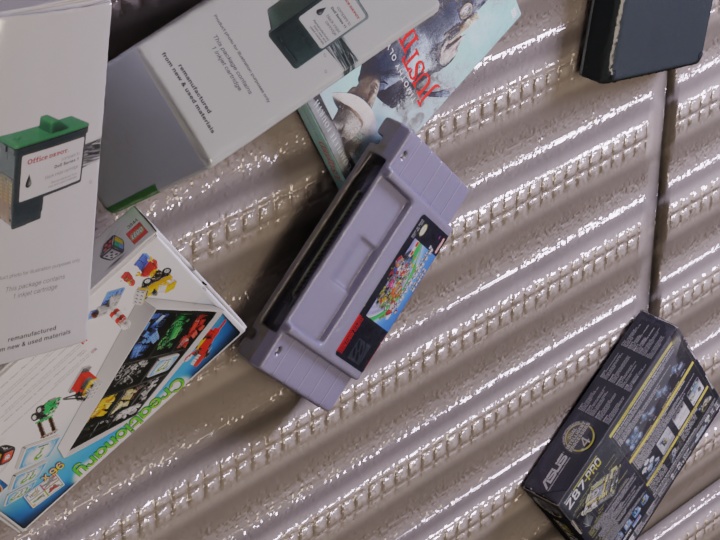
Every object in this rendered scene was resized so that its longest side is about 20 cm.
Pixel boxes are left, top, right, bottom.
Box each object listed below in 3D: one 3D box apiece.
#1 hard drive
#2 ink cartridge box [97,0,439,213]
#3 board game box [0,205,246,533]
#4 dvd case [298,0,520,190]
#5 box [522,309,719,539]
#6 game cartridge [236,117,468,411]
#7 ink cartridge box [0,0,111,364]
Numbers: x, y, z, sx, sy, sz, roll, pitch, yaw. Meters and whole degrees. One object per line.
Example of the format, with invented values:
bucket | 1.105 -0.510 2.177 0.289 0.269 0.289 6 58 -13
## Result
hard drive | 0.244 -0.256 1.622 0.139 0.033 0.201 -16 122 -44
ink cartridge box | -0.071 -0.129 1.221 0.200 0.146 0.083 -37 99 -32
board game box | -0.178 0.065 1.265 0.200 0.035 0.126 -42 141 -3
dvd case | 0.030 -0.166 1.431 0.200 0.022 0.146 -47 140 -18
box | 0.245 0.160 1.851 0.200 0.049 0.161 -55 143 -11
game cartridge | 0.000 0.000 1.463 0.201 0.038 0.130 -58 146 -3
ink cartridge box | -0.215 -0.070 1.097 0.084 0.146 0.201 -16 121 -42
